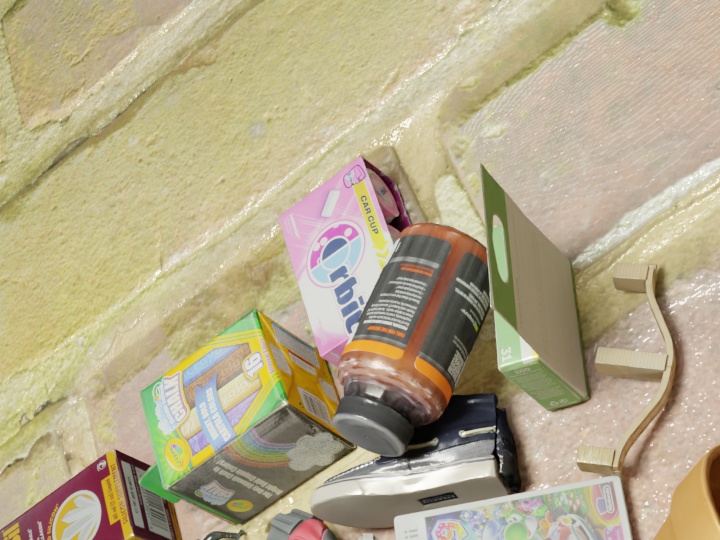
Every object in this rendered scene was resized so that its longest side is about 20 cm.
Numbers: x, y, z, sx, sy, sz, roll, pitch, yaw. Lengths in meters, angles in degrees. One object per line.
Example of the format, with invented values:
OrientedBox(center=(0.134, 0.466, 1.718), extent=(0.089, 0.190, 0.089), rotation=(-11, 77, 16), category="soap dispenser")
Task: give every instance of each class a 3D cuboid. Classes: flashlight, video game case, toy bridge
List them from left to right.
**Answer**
OrientedBox(center=(0.000, 0.275, 1.443), extent=(0.199, 0.068, 0.068), rotation=(15, 42, 38), category="flashlight")
OrientedBox(center=(0.132, 0.256, 1.332), extent=(0.199, 0.018, 0.144), rotation=(-12, 57, 9), category="video game case")
OrientedBox(center=(0.238, 0.081, 1.378), extent=(0.067, 0.027, 0.201), rotation=(5, 63, 22), category="toy bridge")

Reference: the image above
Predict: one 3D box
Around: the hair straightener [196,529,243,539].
OrientedBox(center=(-0.169, 0.342, 1.561), extent=(0.077, 0.041, 0.200), rotation=(33, 83, 29), category="hair straightener")

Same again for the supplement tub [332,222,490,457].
OrientedBox(center=(0.046, 0.063, 1.425), extent=(0.106, 0.107, 0.201), rotation=(4, 57, 39), category="supplement tub")

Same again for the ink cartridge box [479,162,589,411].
OrientedBox(center=(0.135, 0.018, 1.384), extent=(0.048, 0.200, 0.146), rotation=(-19, 55, 26), category="ink cartridge box")

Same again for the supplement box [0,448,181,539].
OrientedBox(center=(-0.289, 0.290, 1.643), extent=(0.200, 0.086, 0.111), rotation=(-36, 49, 17), category="supplement box")

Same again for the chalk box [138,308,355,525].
OrientedBox(center=(-0.129, 0.158, 1.566), extent=(0.200, 0.124, 0.124), rotation=(-34, 49, 17), category="chalk box")

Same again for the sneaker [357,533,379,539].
OrientedBox(center=(0.007, 0.305, 1.360), extent=(0.074, 0.201, 0.082), rotation=(7, 45, -5), category="sneaker")

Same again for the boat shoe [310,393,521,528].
OrientedBox(center=(0.050, 0.172, 1.452), extent=(0.199, 0.075, 0.093), rotation=(-11, 53, 17), category="boat shoe")

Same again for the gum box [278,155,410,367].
OrientedBox(center=(0.000, 0.000, 1.592), extent=(0.113, 0.066, 0.201), rotation=(-35, 49, 20), category="gum box")

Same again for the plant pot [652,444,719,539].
OrientedBox(center=(0.281, 0.248, 1.160), extent=(0.140, 0.199, 0.201), rotation=(-50, 44, 26), category="plant pot")
